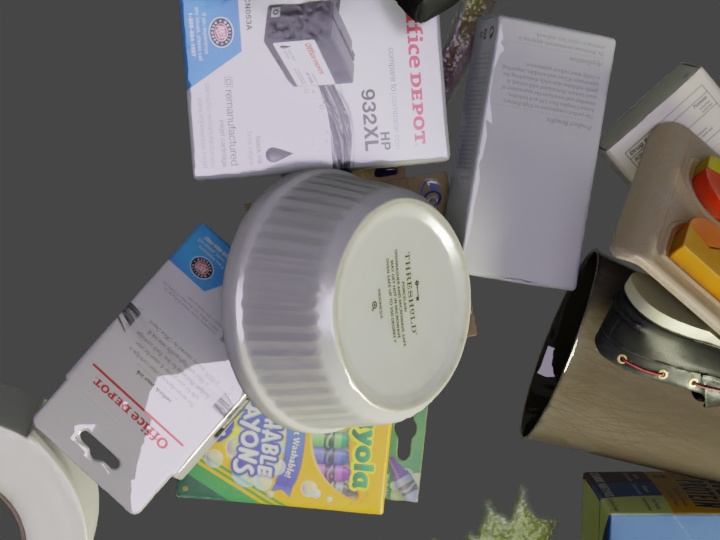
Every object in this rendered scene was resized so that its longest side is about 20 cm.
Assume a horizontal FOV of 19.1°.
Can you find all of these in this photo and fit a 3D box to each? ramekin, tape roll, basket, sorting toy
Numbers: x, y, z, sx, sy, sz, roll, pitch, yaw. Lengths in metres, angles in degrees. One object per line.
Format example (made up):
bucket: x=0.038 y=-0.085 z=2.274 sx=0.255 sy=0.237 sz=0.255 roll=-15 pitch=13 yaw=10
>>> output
ramekin: x=-0.002 y=0.024 z=1.583 sx=0.202 sy=0.094 sz=0.204 roll=-3 pitch=94 yaw=-48
tape roll: x=-0.307 y=0.197 z=1.669 sx=0.201 sy=0.139 sz=0.204 roll=-1 pitch=98 yaw=-4
basket: x=0.246 y=0.090 z=1.669 sx=0.199 sy=0.136 sz=0.181 roll=19 pitch=137 yaw=-2
sorting toy: x=0.286 y=-0.011 z=1.584 sx=0.200 sy=0.185 sz=0.036 roll=36 pitch=128 yaw=-7

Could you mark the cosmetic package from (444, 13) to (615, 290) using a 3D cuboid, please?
cosmetic package: x=0.128 y=-0.091 z=1.668 sx=0.101 sy=0.074 sz=0.201 roll=10 pitch=92 yaw=-13

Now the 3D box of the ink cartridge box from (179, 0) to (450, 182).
ink cartridge box: x=-0.035 y=-0.148 z=1.654 sx=0.199 sy=0.084 sz=0.146 roll=-4 pitch=92 yaw=-2

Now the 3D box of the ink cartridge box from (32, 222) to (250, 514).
ink cartridge box: x=-0.143 y=0.078 z=1.643 sx=0.116 sy=0.067 sz=0.200 roll=42 pitch=86 yaw=5

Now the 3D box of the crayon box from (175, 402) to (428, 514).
crayon box: x=-0.044 y=0.124 z=1.717 sx=0.199 sy=0.052 sz=0.127 roll=5 pitch=98 yaw=-5

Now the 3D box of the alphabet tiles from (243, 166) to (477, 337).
alphabet tiles: x=0.000 y=0.000 z=1.694 sx=0.165 sy=0.006 sz=0.201 roll=-10 pitch=83 yaw=-6

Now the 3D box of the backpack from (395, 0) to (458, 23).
backpack: x=0.040 y=-0.297 z=1.591 sx=0.163 sy=0.154 sz=0.200 roll=-36 pitch=89 yaw=-17

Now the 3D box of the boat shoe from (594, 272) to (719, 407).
boat shoe: x=0.265 y=0.066 z=1.576 sx=0.200 sy=0.074 sz=0.063 roll=21 pitch=117 yaw=-22

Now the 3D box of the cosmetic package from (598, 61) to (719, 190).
cosmetic package: x=0.288 y=-0.057 z=1.698 sx=0.103 sy=0.073 sz=0.200 roll=-40 pitch=99 yaw=3

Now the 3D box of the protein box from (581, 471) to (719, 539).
protein box: x=0.284 y=0.271 z=1.717 sx=0.199 sy=0.135 sz=0.200 roll=0 pitch=99 yaw=-3
